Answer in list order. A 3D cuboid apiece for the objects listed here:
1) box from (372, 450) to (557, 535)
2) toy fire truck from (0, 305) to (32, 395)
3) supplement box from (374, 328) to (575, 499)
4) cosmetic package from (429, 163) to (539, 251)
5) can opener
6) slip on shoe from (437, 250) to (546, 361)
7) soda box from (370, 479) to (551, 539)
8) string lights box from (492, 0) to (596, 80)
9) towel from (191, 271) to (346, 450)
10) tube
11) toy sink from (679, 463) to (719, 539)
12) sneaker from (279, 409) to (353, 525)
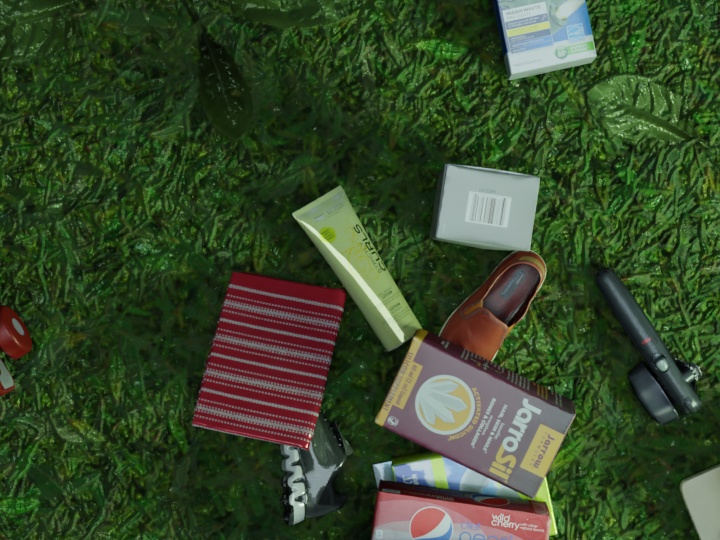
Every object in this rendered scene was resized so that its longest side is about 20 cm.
[{"bbox_3d":[0.123,0.269,1.487,0.199,0.048,0.122,-12,91,2],"label":"box"},{"bbox_3d":[-0.476,0.064,1.445,0.112,0.168,0.200,-30,90,3],"label":"toy fire truck"},{"bbox_3d":[0.130,0.160,1.417,0.199,0.086,0.111,25,97,5],"label":"supplement box"},{"bbox_3d":[0.135,-0.068,1.400,0.106,0.200,0.091,7,94,0],"label":"cosmetic package"},{"bbox_3d":[0.333,0.084,1.463,0.078,0.063,0.200,-30,91,4],"label":"can opener"},{"bbox_3d":[0.148,0.061,1.472,0.074,0.061,0.200,37,94,-1],"label":"slip on shoe"},{"bbox_3d":[0.114,0.292,1.433,0.199,0.063,0.070,7,93,3],"label":"soda box"},{"bbox_3d":[0.203,-0.332,1.456,0.102,0.059,0.201,-12,91,4],"label":"string lights box"},{"bbox_3d":[-0.104,0.101,1.458,0.144,0.023,0.201,10,68,9],"label":"towel"},{"bbox_3d":[0.000,0.000,1.481,0.052,0.058,0.200,-32,88,20],"label":"tube"},{"bbox_3d":[0.490,0.273,1.438,0.199,0.112,0.131,-22,91,3],"label":"toy sink"},{"bbox_3d":[-0.055,0.198,1.486,0.090,0.066,0.201,-3,84,-13],"label":"sneaker"}]
